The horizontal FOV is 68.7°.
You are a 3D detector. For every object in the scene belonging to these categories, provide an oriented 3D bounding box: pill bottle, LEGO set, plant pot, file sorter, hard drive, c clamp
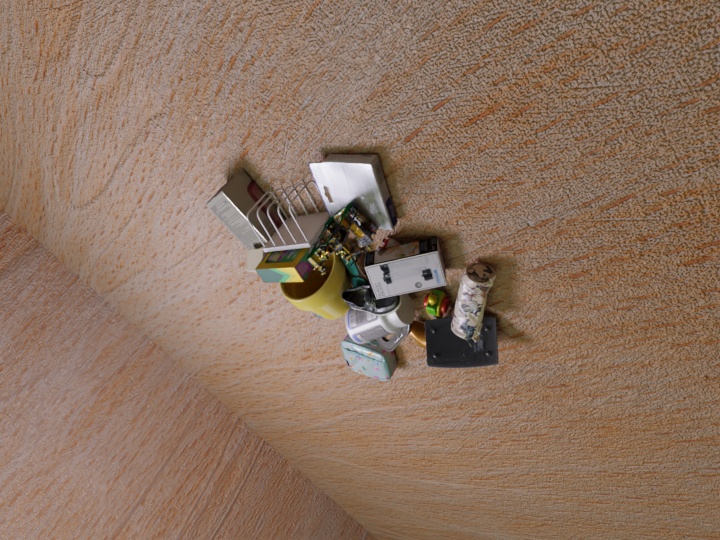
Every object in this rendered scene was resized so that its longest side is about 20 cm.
[{"bbox_3d":[0.057,0.135,1.536,0.196,0.115,0.114,-24,117,40],"label":"pill bottle"},{"bbox_3d":[-0.036,-0.064,1.319,0.116,0.203,0.152,42,125,-18],"label":"LEGO set"},{"bbox_3d":[-0.114,0.044,1.574,0.195,0.207,0.190,6,153,33],"label":"plant pot"},{"bbox_3d":[-0.197,-0.151,1.450,0.195,0.140,0.127,-4,129,41],"label":"file sorter"},{"bbox_3d":[0.274,0.194,1.438,0.191,0.042,0.141,-4,91,9],"label":"hard drive"},{"bbox_3d":[0.074,0.157,1.628,0.200,0.026,0.175,-45,66,46],"label":"c clamp"}]

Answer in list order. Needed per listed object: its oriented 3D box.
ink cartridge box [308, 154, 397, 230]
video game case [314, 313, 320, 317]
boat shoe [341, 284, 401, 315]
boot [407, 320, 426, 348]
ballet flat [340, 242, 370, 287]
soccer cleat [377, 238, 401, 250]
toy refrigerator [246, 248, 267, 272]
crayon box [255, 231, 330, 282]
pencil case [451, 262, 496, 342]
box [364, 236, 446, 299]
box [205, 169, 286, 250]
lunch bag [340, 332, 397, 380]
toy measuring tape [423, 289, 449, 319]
[{"bbox_3d":[-0.017,-0.198,1.329,0.194,0.041,0.204,9,138,32],"label":"ink cartridge box"},{"bbox_3d":[-0.128,0.091,1.774,0.197,0.018,0.144,-19,118,49],"label":"video game case"},{"bbox_3d":[0.024,0.075,1.461,0.195,0.077,0.065,8,164,44],"label":"boat shoe"},{"bbox_3d":[0.238,0.195,1.530,0.199,0.071,0.145,38,151,1],"label":"boot"},{"bbox_3d":[0.000,0.000,1.523,0.068,0.066,0.204,13,142,30],"label":"ballet flat"},{"bbox_3d":[0.087,-0.002,1.449,0.083,0.069,0.204,21,139,17],"label":"soccer cleat"},{"bbox_3d":[-0.248,-0.023,1.607,0.074,0.073,0.197,-1,172,39],"label":"toy refrigerator"},{"bbox_3d":[-0.180,-0.056,1.488,0.168,0.203,0.059,-2,134,40],"label":"crayon box"},{"bbox_3d":[0.286,0.079,1.331,0.088,0.077,0.206,28,132,28],"label":"pencil case"},{"bbox_3d":[0.117,-0.004,1.359,0.192,0.061,0.119,-11,128,15],"label":"box"},{"bbox_3d":[-0.338,-0.172,1.565,0.126,0.110,0.201,-17,120,49],"label":"box"},{"bbox_3d":[0.024,0.293,1.828,0.194,0.078,0.164,13,139,29],"label":"lunch bag"},{"bbox_3d":[0.221,0.103,1.482,0.071,0.076,0.200,15,163,24],"label":"toy measuring tape"}]
